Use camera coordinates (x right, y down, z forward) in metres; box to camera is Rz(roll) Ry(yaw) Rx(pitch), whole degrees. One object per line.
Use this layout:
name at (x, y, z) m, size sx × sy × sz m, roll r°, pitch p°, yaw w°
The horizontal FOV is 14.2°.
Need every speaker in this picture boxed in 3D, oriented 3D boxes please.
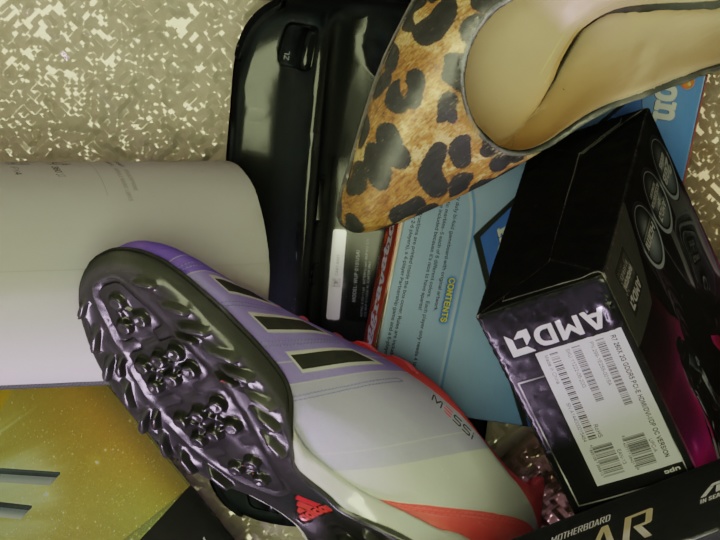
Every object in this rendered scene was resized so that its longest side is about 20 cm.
speaker at (-0.134, 0.002, 0.995) m, size 0.199 × 0.081 × 0.082 m, roll -2°, pitch 104°, yaw -25°

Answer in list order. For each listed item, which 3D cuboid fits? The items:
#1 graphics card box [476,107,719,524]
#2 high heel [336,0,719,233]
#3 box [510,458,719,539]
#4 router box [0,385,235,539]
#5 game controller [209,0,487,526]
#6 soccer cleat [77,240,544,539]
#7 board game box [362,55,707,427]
graphics card box at (0.109, 0.060, 0.991) m, size 0.051 × 0.126 × 0.200 m, roll -19°, pitch 112°, yaw 23°
high heel at (0.085, -0.066, 0.943) m, size 0.200 × 0.143 × 0.071 m, roll -46°, pitch 130°, yaw 0°
box at (0.116, 0.167, 0.949) m, size 0.160 × 0.044 × 0.200 m, roll -24°, pitch 111°, yaw 21°
router box at (-0.161, 0.114, 1.046) m, size 0.200 × 0.052 × 0.157 m, roll -41°, pitch 96°, yaw -17°
game controller at (0.000, 0.000, 1.062) m, size 0.104 × 0.042 × 0.201 m, roll 3°, pitch 103°, yaw -9°
soccer cleat at (-0.014, 0.048, 0.995) m, size 0.200 × 0.073 × 0.068 m, roll 42°, pitch 140°, yaw -20°
board game box at (0.067, -0.043, 1.032) m, size 0.103 × 0.019 × 0.201 m, roll 9°, pitch 101°, yaw -13°
